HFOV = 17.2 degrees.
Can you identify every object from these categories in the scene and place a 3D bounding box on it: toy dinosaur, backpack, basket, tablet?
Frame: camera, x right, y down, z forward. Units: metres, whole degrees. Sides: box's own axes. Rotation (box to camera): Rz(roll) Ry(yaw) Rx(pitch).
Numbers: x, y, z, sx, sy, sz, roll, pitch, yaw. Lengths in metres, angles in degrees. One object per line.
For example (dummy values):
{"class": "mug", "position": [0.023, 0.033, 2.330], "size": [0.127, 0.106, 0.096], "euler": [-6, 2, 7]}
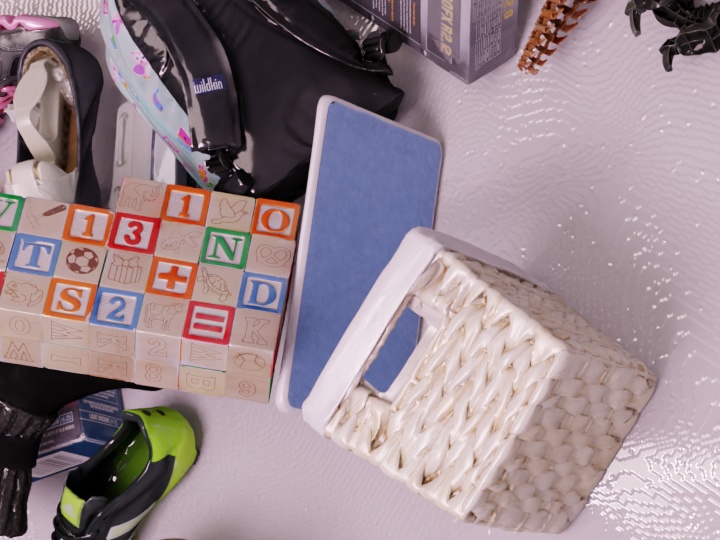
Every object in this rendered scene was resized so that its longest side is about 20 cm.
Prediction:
{"class": "toy dinosaur", "position": [0.182, -0.199, 1.495], "size": [0.201, 0.102, 0.136], "euler": [-60, 42, 25]}
{"class": "backpack", "position": [-0.089, -0.139, 1.570], "size": [0.167, 0.127, 0.200], "euler": [-36, 78, -27]}
{"class": "basket", "position": [0.078, 0.072, 1.418], "size": [0.123, 0.200, 0.136], "euler": [34, 96, 24]}
{"class": "tablet", "position": [0.000, 0.000, 1.512], "size": [0.014, 0.130, 0.201], "euler": [1, 79, 38]}

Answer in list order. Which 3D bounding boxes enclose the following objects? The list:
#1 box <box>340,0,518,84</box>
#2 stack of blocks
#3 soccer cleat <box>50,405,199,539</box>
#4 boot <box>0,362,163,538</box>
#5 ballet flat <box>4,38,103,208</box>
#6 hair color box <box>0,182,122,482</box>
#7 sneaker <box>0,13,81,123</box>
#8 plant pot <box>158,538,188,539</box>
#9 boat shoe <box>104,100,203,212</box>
{"class": "box", "position": [0.031, -0.239, 1.518], "size": [0.048, 0.201, 0.158], "euler": [-35, 54, -29]}
{"class": "stack of blocks", "position": [-0.143, 0.005, 1.471], "size": [0.199, 0.059, 0.116], "euler": [9, 53, 0]}
{"class": "soccer cleat", "position": [-0.184, 0.176, 1.602], "size": [0.067, 0.081, 0.201], "euler": [35, 97, 30]}
{"class": "boot", "position": [-0.210, 0.099, 1.547], "size": [0.210, 0.079, 0.159], "euler": [5, 75, 32]}
{"class": "ballet flat", "position": [-0.214, -0.073, 1.618], "size": [0.073, 0.073, 0.201], "euler": [-14, 59, 25]}
{"class": "hair color box", "position": [-0.233, 0.041, 1.671], "size": [0.100, 0.060, 0.201], "euler": [-20, 70, 23]}
{"class": "sneaker", "position": [-0.279, -0.125, 1.733], "size": [0.199, 0.079, 0.096], "euler": [-20, 81, 30]}
{"class": "plant pot", "position": [-0.175, 0.248, 1.515], "size": [0.027, 0.200, 0.201], "euler": [34, 97, 6]}
{"class": "boat shoe", "position": [-0.156, -0.027, 1.636], "size": [0.086, 0.075, 0.203], "euler": [-6, 74, 27]}
